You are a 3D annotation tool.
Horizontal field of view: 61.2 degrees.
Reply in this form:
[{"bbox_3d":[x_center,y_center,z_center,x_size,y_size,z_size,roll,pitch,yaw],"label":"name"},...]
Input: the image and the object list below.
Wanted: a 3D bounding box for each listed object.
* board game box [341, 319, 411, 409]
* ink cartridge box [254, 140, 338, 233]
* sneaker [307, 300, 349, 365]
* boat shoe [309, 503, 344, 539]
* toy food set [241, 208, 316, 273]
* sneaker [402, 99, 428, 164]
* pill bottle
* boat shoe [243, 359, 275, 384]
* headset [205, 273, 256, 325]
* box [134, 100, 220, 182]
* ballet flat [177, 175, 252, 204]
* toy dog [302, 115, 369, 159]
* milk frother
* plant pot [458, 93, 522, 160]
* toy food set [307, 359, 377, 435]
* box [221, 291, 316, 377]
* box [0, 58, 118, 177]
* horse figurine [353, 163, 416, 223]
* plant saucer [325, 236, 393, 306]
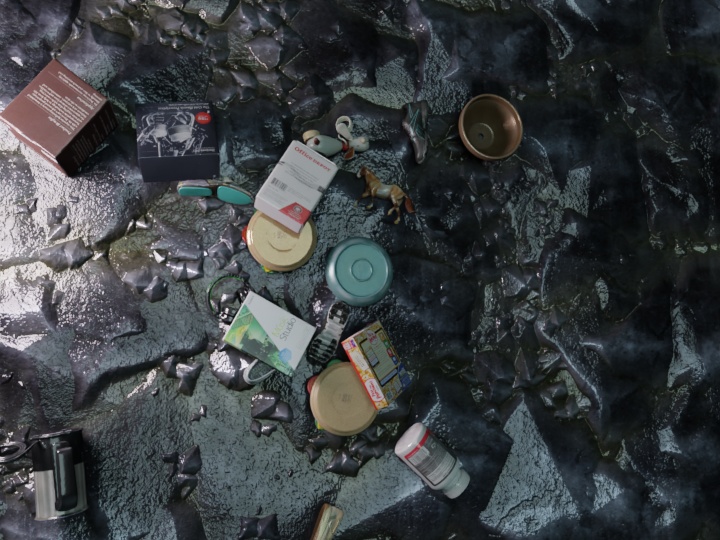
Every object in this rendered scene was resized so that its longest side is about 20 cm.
[{"bbox_3d":[0.047,0.250,1.640,0.151,0.046,0.201,-25,87,-58],"label":"board game box"},{"bbox_3d":[-0.172,-0.225,1.640,0.146,0.083,0.200,32,69,-4],"label":"ink cartridge box"},{"bbox_3d":[-0.080,0.166,1.655,0.066,0.091,0.201,26,102,0],"label":"sneaker"},{"bbox_3d":[-0.100,0.711,1.569,0.065,0.072,0.201,24,71,-8],"label":"boat shoe"},{"bbox_3d":[-0.219,-0.094,1.671,0.197,0.049,0.201,-20,87,-15],"label":"toy food set"},{"bbox_3d":[0.163,-0.409,1.809,0.079,0.075,0.201,0,75,0],"label":"sneaker"},{"bbox_3d":[0.198,0.518,1.647,0.200,0.111,0.111,45,75,-4],"label":"pill bottle"},{"bbox_3d":[-0.220,0.230,1.609,0.201,0.072,0.070,-39,92,-16],"label":"boat shoe"},{"bbox_3d":[-0.311,0.096,1.596,0.200,0.094,0.124,45,74,-21],"label":"headset"},{"bbox_3d":[-0.474,-0.337,1.589,0.199,0.104,0.183,-7,64,-15],"label":"box"},{"bbox_3d":[-0.389,-0.229,1.643,0.199,0.072,0.072,7,80,-14],"label":"ballet flat"},{"bbox_3d":[-0.072,-0.363,1.722,0.200,0.096,0.132,-31,90,-16],"label":"toy dog"},{"bbox_3d":[-0.738,0.473,1.389,0.199,0.180,0.189,-6,82,-18],"label":"milk frother"},{"bbox_3d":[0.380,-0.420,1.843,0.200,0.093,0.202,2,80,-14],"label":"plant pot"},{"bbox_3d":[-0.043,0.341,1.639,0.197,0.049,0.201,1,83,-16],"label":"toy food set"},{"bbox_3d":[-0.232,0.164,1.562,0.199,0.036,0.145,30,70,-9],"label":"box"},{"bbox_3d":[-0.746,-0.377,1.525,0.166,0.164,0.200,38,75,-6],"label":"box"},{"bbox_3d":[0.069,-0.214,1.752,0.199,0.050,0.133,19,60,-2],"label":"horse figurine"},{"bbox_3d":[0.000,0.000,1.721,0.199,0.027,0.201,2,81,-14],"label":"plant saucer"}]
